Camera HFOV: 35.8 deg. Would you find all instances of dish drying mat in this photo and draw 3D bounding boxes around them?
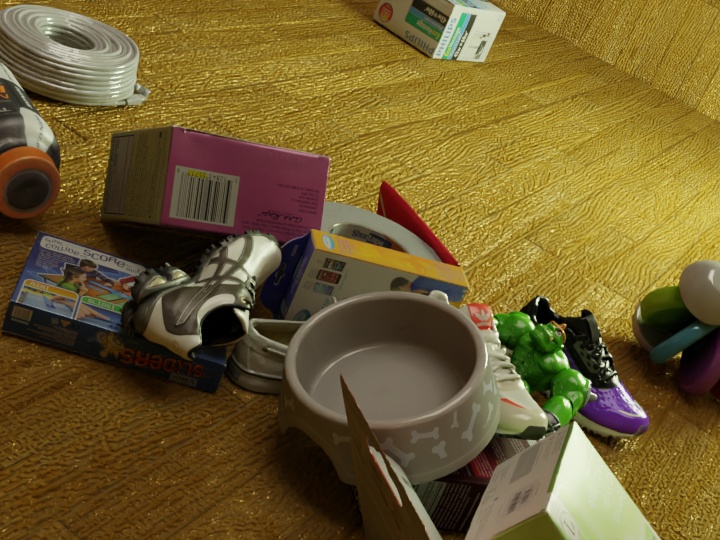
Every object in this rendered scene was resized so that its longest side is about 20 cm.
[{"bbox_3d":[0.068,-0.031,1.384,0.018,0.078,0.201,-9,37,-22],"label":"dish drying mat"}]

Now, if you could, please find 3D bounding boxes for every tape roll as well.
[{"bbox_3d":[0.000,0.000,1.274,0.198,0.067,0.201,19,26,-9],"label":"tape roll"}]

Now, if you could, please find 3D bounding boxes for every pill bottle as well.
[{"bbox_3d":[-0.378,-0.135,1.160,0.105,0.107,0.200,1,33,-40],"label":"pill bottle"}]

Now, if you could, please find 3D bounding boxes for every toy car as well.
[{"bbox_3d":[0.446,0.092,1.412,0.197,0.175,0.152,18,62,-13],"label":"toy car"}]

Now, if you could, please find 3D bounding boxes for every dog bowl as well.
[{"bbox_3d":[0.023,0.093,0.959,0.197,0.059,0.201,-4,37,3],"label":"dog bowl"}]

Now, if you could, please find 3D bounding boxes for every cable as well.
[{"bbox_3d":[-0.394,-0.287,1.485,0.199,0.070,0.199,33,26,17],"label":"cable"}]

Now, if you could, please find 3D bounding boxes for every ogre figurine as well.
[{"bbox_3d":[0.165,0.104,1.191,0.119,0.100,0.199,-16,27,-28],"label":"ogre figurine"}]

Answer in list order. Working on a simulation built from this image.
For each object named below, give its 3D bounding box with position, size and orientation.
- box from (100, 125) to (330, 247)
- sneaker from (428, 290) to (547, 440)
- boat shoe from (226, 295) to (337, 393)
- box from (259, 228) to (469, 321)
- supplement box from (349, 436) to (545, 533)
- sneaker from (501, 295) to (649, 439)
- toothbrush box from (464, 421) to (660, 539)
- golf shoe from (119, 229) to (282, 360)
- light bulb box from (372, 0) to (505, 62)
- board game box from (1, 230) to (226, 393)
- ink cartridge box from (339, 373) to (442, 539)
[{"bbox_3d":[-0.157,-0.085,1.171,0.174,0.098,0.199,8,1,-30],"label":"box"},{"bbox_3d":[0.106,0.083,1.041,0.070,0.095,0.199,9,15,-34],"label":"sneaker"},{"bbox_3d":[-0.030,0.069,1.088,0.200,0.087,0.075,7,30,-31],"label":"boat shoe"},{"bbox_3d":[-0.001,0.032,1.146,0.197,0.120,0.042,12,32,-22],"label":"box"},{"bbox_3d":[0.085,0.179,1.005,0.197,0.061,0.109,13,27,-23],"label":"supplement box"},{"bbox_3d":[0.248,0.101,1.250,0.200,0.101,0.069,39,31,30],"label":"sneaker"},{"bbox_3d":[0.176,0.241,0.842,0.201,0.086,0.146,55,26,-3],"label":"toothbrush box"},{"bbox_3d":[-0.126,0.029,1.027,0.094,0.078,0.199,38,38,19],"label":"golf shoe"},{"bbox_3d":[0.172,-0.557,2.437,0.198,0.126,0.199,39,28,29],"label":"light bulb box"},{"bbox_3d":[-0.221,0.036,1.045,0.197,0.035,0.136,19,26,-13],"label":"board game box"},{"bbox_3d":[0.042,0.188,0.799,0.049,0.202,0.161,-17,39,-14],"label":"ink cartridge box"}]
